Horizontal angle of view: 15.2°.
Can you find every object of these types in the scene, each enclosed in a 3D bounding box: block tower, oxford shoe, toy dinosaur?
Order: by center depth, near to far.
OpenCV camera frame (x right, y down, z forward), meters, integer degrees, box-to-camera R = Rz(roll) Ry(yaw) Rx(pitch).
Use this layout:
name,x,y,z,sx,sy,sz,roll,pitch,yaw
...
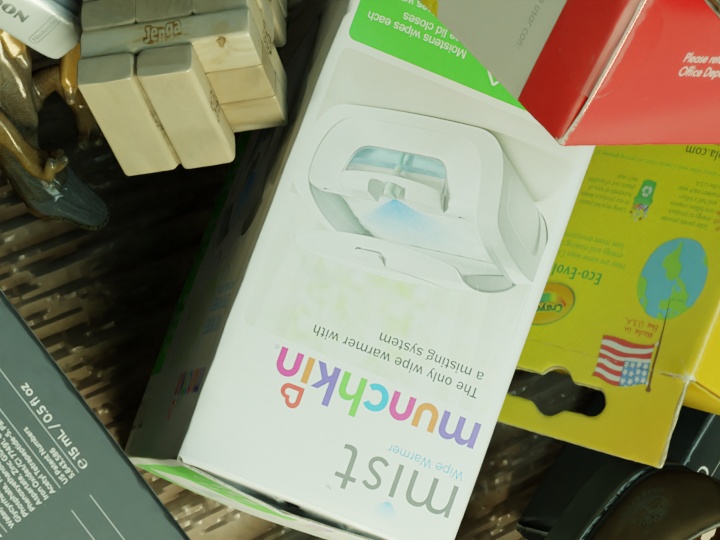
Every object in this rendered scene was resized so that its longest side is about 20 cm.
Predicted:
name,x,y,z,sx,sy,sz,roll,pitch,yaw
block tower,-0.054,-0.130,0.852,0.058,0.054,0.201,68,17,-60
toy dinosaur,-0.128,-0.095,0.890,0.060,0.106,0.201,-23,114,-23
oxford shoe,0.078,0.159,0.961,0.072,0.084,0.201,33,82,-29

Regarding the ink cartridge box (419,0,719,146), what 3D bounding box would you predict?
name,x,y,z,sx,sy,sz,roll,pitch,yaw
ink cartridge box,0.074,-0.098,0.793,0.116,0.200,0.068,-3,131,-43

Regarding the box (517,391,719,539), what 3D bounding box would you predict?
name,x,y,z,sx,sy,sz,roll,pitch,yaw
box,0.177,0.066,1.108,0.141,0.079,0.201,43,73,-31

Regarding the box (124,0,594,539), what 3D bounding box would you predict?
name,x,y,z,sx,sy,sz,roll,pitch,yaw
box,0.000,0.000,0.911,0.096,0.200,0.178,22,84,-8

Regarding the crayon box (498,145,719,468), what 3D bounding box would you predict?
name,x,y,z,sx,sy,sz,roll,pitch,yaw
crayon box,0.116,-0.023,1.035,0.051,0.126,0.201,30,79,-43

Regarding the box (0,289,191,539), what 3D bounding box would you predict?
name,x,y,z,sx,sy,sz,roll,pitch,yaw
box,-0.128,0.093,0.759,0.141,0.079,0.201,-39,100,-19

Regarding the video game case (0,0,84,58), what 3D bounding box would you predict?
name,x,y,z,sx,sy,sz,roll,pitch,yaw
video game case,-0.152,-0.182,0.836,0.181,0.023,0.201,31,41,-30
